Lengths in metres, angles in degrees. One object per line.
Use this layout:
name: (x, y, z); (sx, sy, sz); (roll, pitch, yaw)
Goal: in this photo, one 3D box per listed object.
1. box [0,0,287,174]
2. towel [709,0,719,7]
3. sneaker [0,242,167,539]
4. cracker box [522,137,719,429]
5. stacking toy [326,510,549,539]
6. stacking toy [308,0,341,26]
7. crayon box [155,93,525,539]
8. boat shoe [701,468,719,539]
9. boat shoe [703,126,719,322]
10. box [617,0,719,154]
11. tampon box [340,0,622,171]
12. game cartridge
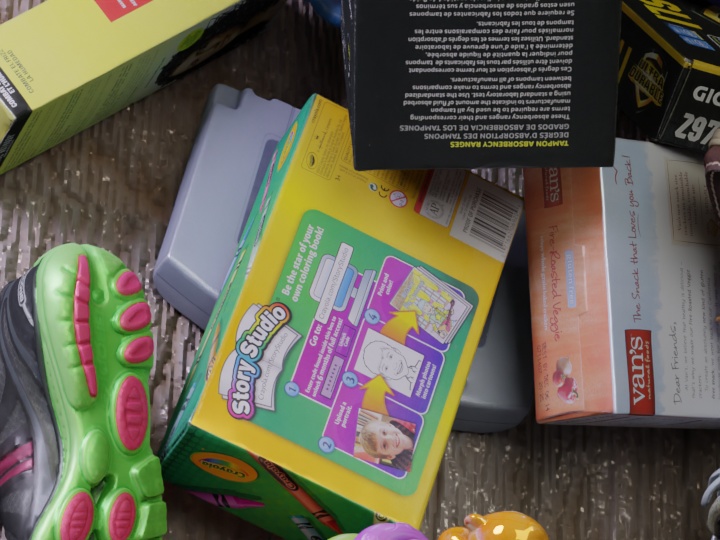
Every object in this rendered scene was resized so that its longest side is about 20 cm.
box: (-0.117, -0.115, 1.438); (0.200, 0.075, 0.050); (-31, 79, -32)
towel: (0.207, -0.199, 1.478); (0.199, 0.148, 0.050); (22, 14, -4)
sneaker: (-0.137, 0.090, 1.326); (0.076, 0.084, 0.201); (13, 74, -38)
cracker box: (0.170, 0.010, 1.456); (0.199, 0.058, 0.135); (5, 79, -43)
stacking toy: (0.004, 0.151, 1.262); (0.116, 0.200, 0.110); (43, 34, -19)
stacking toy: (0.043, -0.217, 1.474); (0.109, 0.200, 0.116); (6, 50, -22)
crayon box: (-0.008, 0.029, 1.378); (0.118, 0.058, 0.201); (26, 56, -9)
boat shoe: (0.172, 0.137, 1.364); (0.065, 0.074, 0.202); (32, 66, -2)
boat shoe: (0.210, 0.016, 1.404); (0.072, 0.072, 0.200); (-52, 133, -20)
box: (0.187, -0.107, 1.510); (0.159, 0.050, 0.200); (11, 21, -24)
tampon box: (0.055, -0.167, 1.361); (0.126, 0.201, 0.150); (-1, 31, -2)
game cartridge: (0.000, 0.000, 1.453); (0.199, 0.041, 0.134); (23, 53, -11)
